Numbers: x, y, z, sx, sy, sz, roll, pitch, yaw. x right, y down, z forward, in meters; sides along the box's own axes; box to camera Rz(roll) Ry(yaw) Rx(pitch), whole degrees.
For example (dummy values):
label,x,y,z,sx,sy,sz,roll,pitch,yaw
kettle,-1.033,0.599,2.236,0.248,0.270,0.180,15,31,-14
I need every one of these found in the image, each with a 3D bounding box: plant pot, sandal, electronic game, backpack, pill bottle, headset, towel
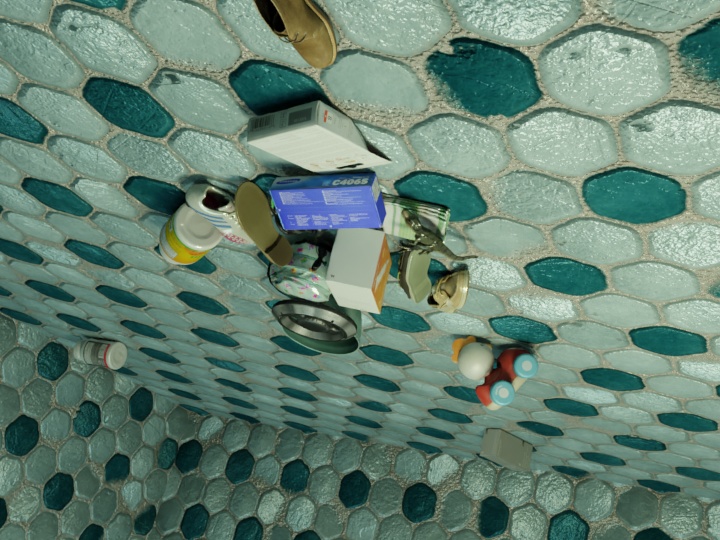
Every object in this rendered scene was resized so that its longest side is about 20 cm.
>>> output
label,x,y,z,sx,sy,sz,roll,pitch,yaw
plant pot,-0.081,0.102,1.924,0.199,0.135,0.201,13,150,7
sandal,-0.216,-0.096,1.607,0.069,0.078,0.212,21,149,46
electronic game,-0.104,0.113,1.772,0.199,0.042,0.200,12,158,5
backpack,-0.114,0.007,1.729,0.166,0.127,0.200,19,165,-17
pill bottle,-1.050,0.331,3.149,0.199,0.111,0.111,6,156,24
headset,-0.112,-0.091,1.548,0.123,0.094,0.200,4,144,28
towel,0.068,-0.096,1.504,0.199,0.031,0.149,13,157,7
pill bottle,-0.382,-0.076,1.737,0.111,0.112,0.200,24,157,-21

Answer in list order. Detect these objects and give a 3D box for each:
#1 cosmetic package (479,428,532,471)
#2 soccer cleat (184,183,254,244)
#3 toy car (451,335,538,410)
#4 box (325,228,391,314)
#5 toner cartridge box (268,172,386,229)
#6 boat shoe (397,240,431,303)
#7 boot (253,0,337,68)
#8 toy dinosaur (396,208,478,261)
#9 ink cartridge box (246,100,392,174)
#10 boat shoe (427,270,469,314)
label,x,y,z,sx,sy,sz,roll,pitch,yaw
cosmetic package,0.542,0.667,2.908,0.200,0.107,0.090,30,154,-35
soccer cleat,-0.273,-0.114,1.630,0.086,0.070,0.200,-5,150,46
toy car,0.329,0.235,2.012,0.200,0.177,0.184,42,174,7
box,0.000,0.000,1.623,0.097,0.125,0.200,11,165,10
toner cartridge box,-0.059,-0.125,1.435,0.199,0.043,0.095,0,131,20
boat shoe,0.106,-0.003,1.647,0.061,0.072,0.202,40,160,27
boot,-0.090,-0.319,1.019,0.073,0.076,0.200,4,156,23
toy dinosaur,0.128,-0.050,1.482,0.200,0.048,0.088,29,151,-37
ink cartridge box,-0.064,-0.217,1.312,0.162,0.050,0.199,-4,169,39
boat shoe,0.188,0.048,1.708,0.069,0.074,0.200,10,159,-4
